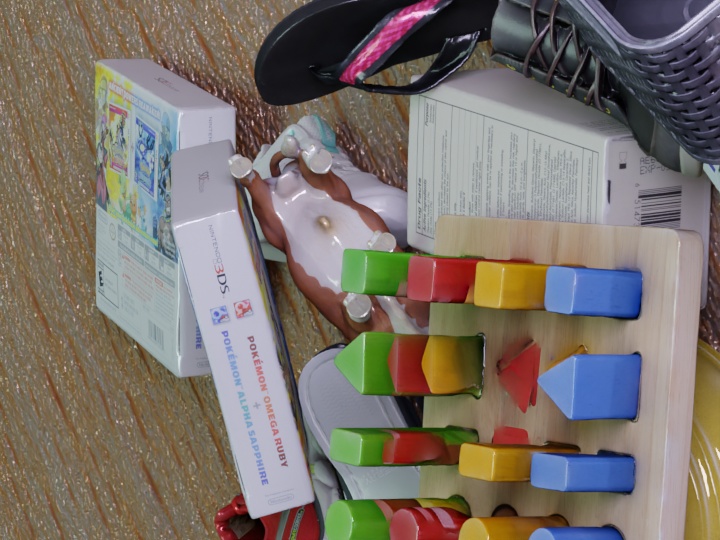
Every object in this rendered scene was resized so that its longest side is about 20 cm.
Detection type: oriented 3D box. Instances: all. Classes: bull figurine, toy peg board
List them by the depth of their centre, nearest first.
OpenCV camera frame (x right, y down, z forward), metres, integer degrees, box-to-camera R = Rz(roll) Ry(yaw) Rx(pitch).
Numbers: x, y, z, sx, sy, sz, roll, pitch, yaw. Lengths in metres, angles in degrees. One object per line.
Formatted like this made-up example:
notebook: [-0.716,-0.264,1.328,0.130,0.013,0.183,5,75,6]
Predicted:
toy peg board: [0.068,0.074,1.546,0.199,0.097,0.201,6,93,54]
bull figurine: [0.000,0.000,1.760,0.200,0.065,0.122,45,173,23]

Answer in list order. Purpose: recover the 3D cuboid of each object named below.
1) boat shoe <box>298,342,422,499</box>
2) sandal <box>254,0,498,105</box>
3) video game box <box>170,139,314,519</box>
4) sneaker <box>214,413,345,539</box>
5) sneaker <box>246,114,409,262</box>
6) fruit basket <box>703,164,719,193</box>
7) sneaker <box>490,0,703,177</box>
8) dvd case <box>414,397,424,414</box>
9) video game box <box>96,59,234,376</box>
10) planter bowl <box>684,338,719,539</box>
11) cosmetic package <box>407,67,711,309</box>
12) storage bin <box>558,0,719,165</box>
boat shoe: [0.025,0.137,1.853,0.060,0.075,0.201,-21,-88,-76]
sandal: [0.032,-0.129,1.667,0.075,0.199,0.045,51,-155,-58]
video game box: [-0.072,0.030,1.811,0.200,0.047,0.183,-105,-2,-75]
sneaker: [-0.054,0.146,1.934,0.200,0.084,0.077,-111,8,-65]
sneaker: [-0.026,-0.056,1.908,0.200,0.075,0.089,-2,75,59]
fruit basket: [0.210,-0.082,1.441,0.200,0.093,0.186,57,142,44]
sneaker: [0.119,-0.101,1.505,0.200,0.105,0.075,-93,11,-71]
dvd case: [0.081,0.072,1.784,0.201,0.016,0.149,62,144,33]
video game box: [-0.137,-0.041,2.085,0.200,0.047,0.183,-147,53,-65]
planter bowl: [0.134,0.133,1.612,0.200,0.083,0.202,10,103,54]
cosmetic package: [0.106,-0.045,1.656,0.200,0.073,0.104,26,118,57]
storage bin: [0.185,-0.163,1.349,0.135,0.200,0.094,52,-179,44]
